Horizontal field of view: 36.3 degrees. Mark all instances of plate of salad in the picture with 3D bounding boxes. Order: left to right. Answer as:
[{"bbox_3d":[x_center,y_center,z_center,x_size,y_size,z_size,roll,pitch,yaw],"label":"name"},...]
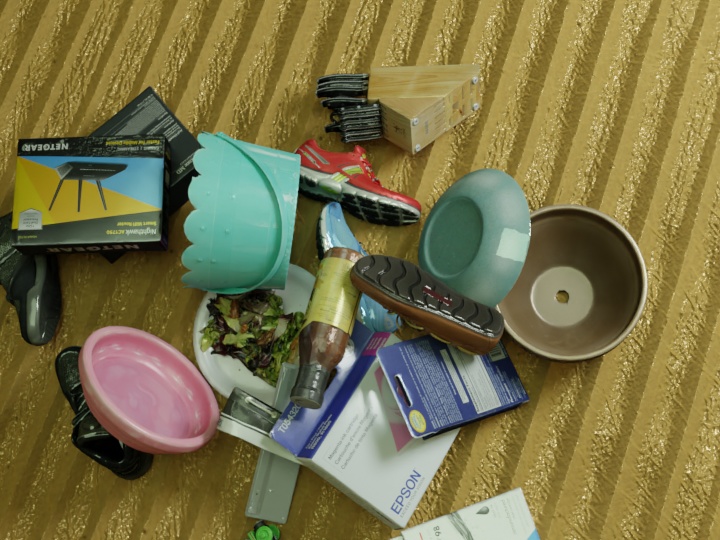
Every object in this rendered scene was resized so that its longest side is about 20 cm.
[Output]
[{"bbox_3d":[-0.128,0.081,1.458,0.198,0.048,0.202,-1,75,6],"label":"plate of salad"}]

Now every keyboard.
[{"bbox_3d":[-0.098,0.222,1.412,0.056,0.011,0.202,15,86,-21],"label":"keyboard"}]

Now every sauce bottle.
[{"bbox_3d":[-0.042,0.070,1.356,0.065,0.066,0.201,13,65,9],"label":"sauce bottle"}]

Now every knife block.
[{"bbox_3d":[0.044,-0.243,1.514,0.200,0.064,0.175,-37,55,-24],"label":"knife block"}]

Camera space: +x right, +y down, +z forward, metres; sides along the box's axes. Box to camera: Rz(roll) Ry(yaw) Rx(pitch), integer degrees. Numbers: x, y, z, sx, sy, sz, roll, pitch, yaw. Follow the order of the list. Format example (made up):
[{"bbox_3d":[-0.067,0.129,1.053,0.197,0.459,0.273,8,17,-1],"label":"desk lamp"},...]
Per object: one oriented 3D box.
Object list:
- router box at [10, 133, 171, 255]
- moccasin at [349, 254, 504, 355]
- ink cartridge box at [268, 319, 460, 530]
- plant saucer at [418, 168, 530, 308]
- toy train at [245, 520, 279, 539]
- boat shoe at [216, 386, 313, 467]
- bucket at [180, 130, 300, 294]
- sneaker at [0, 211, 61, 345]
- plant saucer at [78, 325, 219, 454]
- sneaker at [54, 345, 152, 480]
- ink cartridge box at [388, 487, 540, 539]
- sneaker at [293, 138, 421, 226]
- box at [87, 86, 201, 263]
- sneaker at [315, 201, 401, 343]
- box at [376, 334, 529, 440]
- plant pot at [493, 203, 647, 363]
[{"bbox_3d":[-0.352,-0.100,1.447,0.198,0.051,0.151,-2,75,3],"label":"router box"},{"bbox_3d":[0.078,0.045,1.353,0.200,0.078,0.074,23,48,-8],"label":"moccasin"},{"bbox_3d":[0.019,0.183,1.363,0.199,0.043,0.197,37,65,-9],"label":"ink cartridge box"},{"bbox_3d":[0.131,-0.038,1.403,0.200,0.038,0.203,-21,62,46],"label":"plant saucer"},{"bbox_3d":[-0.085,0.407,1.372,0.056,0.042,0.201,-38,75,6],"label":"toy train"},{"bbox_3d":[-0.079,0.205,1.376,0.199,0.071,0.064,25,83,-19],"label":"boat shoe"},{"bbox_3d":[-0.153,-0.069,1.410,0.133,0.207,0.209,6,75,-5],"label":"bucket"},{"bbox_3d":[-0.472,0.014,1.490,0.113,0.076,0.201,-13,71,4],"label":"sneaker"},{"bbox_3d":[-0.273,0.158,1.390,0.201,0.200,0.051,46,112,15],"label":"plant saucer"},{"bbox_3d":[-0.344,0.175,1.422,0.076,0.114,0.200,-30,72,-5],"label":"sneaker"},{"bbox_3d":[0.124,0.357,1.349,0.198,0.067,0.117,-20,75,0],"label":"ink cartridge box"},{"bbox_3d":[-0.003,-0.126,1.490,0.199,0.077,0.085,23,71,10],"label":"sneaker"},{"bbox_3d":[-0.317,-0.131,1.519,0.200,0.079,0.141,-40,73,-6],"label":"box"},{"bbox_3d":[0.000,0.000,1.463,0.089,0.078,0.201,-20,83,-10],"label":"sneaker"},{"bbox_3d":[0.110,0.136,1.372,0.199,0.032,0.122,-11,70,-38],"label":"box"},{"bbox_3d":[0.262,0.025,1.412,0.199,0.093,0.203,-1,74,5],"label":"plant pot"}]
